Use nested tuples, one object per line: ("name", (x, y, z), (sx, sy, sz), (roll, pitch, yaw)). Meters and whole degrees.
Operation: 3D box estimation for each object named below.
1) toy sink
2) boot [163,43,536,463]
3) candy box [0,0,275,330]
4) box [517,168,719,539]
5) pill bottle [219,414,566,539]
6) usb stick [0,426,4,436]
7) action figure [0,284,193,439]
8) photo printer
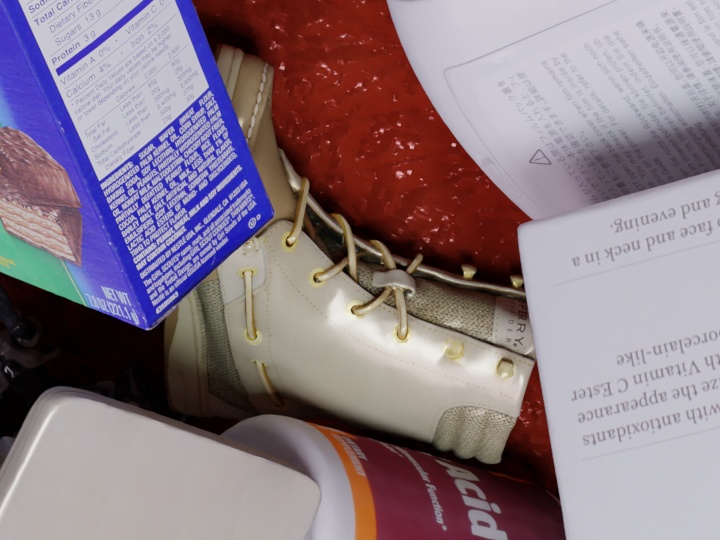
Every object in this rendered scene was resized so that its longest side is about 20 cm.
("toy sink", (-0.129, 0.130, 0.971), (0.130, 0.112, 0.201), (22, 98, -36))
("boot", (0.000, 0.000, 1.010), (0.155, 0.073, 0.201), (12, 137, 6))
("candy box", (-0.138, -0.093, 0.887), (0.169, 0.077, 0.201), (19, 141, 40))
("box", (0.187, 0.040, 0.882), (0.198, 0.131, 0.200), (-15, 161, 22))
("pill bottle", (0.026, 0.135, 1.052), (0.199, 0.115, 0.114), (18, 142, -38))
("usb stick", (-0.180, 0.127, 1.216), (0.055, 0.033, 0.201), (6, 135, 20))
("action figure", (-0.146, 0.064, 1.095), (0.119, 0.102, 0.200), (-33, 116, 18))
("photo printer", (0.120, -0.083, 0.895), (0.199, 0.070, 0.166), (-21, 126, 33))
